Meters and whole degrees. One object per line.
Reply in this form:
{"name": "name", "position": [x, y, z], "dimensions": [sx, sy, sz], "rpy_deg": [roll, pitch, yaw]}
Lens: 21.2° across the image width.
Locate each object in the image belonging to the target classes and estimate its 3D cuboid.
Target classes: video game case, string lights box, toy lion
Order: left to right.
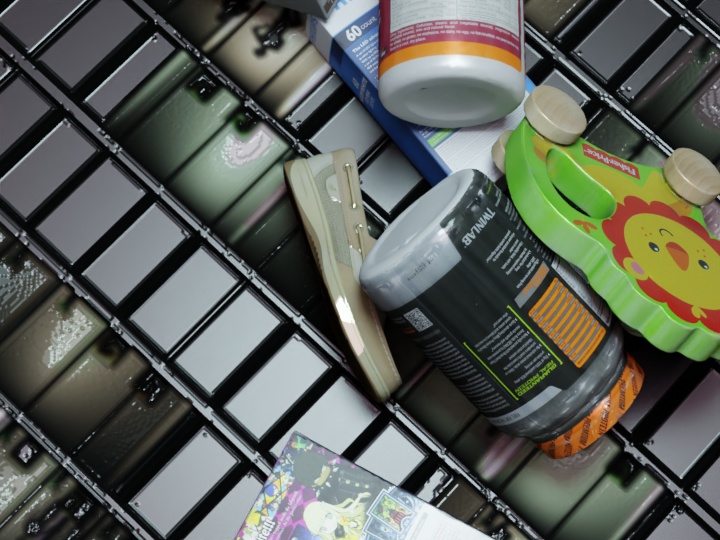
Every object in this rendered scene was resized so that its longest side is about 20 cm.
{"name": "video game case", "position": [-0.017, 0.245, 1.391], "dimensions": [0.181, 0.036, 0.200], "rpy_deg": [27, 74, 5]}
{"name": "string lights box", "position": [0.057, -0.149, 1.496], "dimensions": [0.103, 0.059, 0.200], "rpy_deg": [-36, 78, -12]}
{"name": "toy lion", "position": [0.197, -0.023, 1.386], "dimensions": [0.200, 0.069, 0.192], "rpy_deg": [22, 38, -19]}

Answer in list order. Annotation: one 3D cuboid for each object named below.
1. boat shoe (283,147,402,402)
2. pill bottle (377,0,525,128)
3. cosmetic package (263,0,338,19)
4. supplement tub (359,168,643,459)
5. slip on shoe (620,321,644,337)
{"name": "boat shoe", "position": [0.000, 0.000, 1.447], "dimensions": [0.065, 0.072, 0.200], "rpy_deg": [-17, 70, -6]}
{"name": "pill bottle", "position": [0.067, -0.216, 1.429], "dimensions": [0.109, 0.110, 0.201], "rpy_deg": [1, 72, -2]}
{"name": "cosmetic package", "position": [-0.095, -0.278, 1.485], "dimensions": [0.200, 0.090, 0.107], "rpy_deg": [16, 70, 26]}
{"name": "supplement tub", "position": [0.105, 0.035, 1.393], "dimensions": [0.123, 0.123, 0.200], "rpy_deg": [-46, 102, -13]}
{"name": "slip on shoe", "position": [0.293, 0.033, 1.453], "dimensions": [0.199, 0.061, 0.074], "rpy_deg": [-3, 46, 8]}
